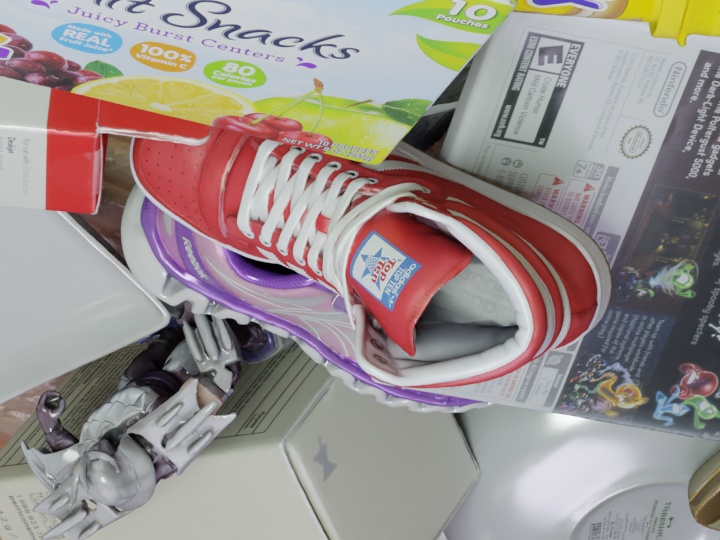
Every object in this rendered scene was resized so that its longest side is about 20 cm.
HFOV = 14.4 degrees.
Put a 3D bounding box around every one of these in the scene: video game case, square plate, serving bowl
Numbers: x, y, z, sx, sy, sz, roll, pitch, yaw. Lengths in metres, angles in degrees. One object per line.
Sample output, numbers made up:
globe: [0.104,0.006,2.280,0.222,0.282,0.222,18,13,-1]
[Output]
video game case: [0.116,-0.019,1.155,0.181,0.023,0.200,10,126,-12]
square plate: [-0.207,-0.021,1.277,0.200,0.028,0.198,-25,116,41]
serving bowl: [0.136,0.111,1.449,0.200,0.066,0.200,-8,135,-8]

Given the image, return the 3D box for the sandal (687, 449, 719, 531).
sandal: [0.235,0.052,1.378,0.200,0.054,0.080,-39,137,17]

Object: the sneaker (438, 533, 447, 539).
sneaker: [0.042,0.093,1.491,0.200,0.070,0.100,10,149,-15]

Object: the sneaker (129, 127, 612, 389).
sneaker: [-0.009,-0.015,1.077,0.200,0.071,0.112,20,-165,13]

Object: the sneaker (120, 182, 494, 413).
sneaker: [0.000,0.000,1.215,0.200,0.081,0.088,20,159,-13]

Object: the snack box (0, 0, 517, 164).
snack box: [-0.062,-0.104,0.970,0.200,0.053,0.142,12,155,-15]

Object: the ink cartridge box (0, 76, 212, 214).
ink cartridge box: [-0.155,-0.090,1.111,0.199,0.116,0.067,6,151,-4]

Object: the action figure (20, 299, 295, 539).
action figure: [-0.092,0.052,1.296,0.130,0.200,0.069,-26,106,27]

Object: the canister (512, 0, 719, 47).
canister: [0.039,-0.151,1.014,0.199,0.087,0.149,4,153,0]

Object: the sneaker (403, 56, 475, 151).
sneaker: [-0.010,-0.077,1.177,0.200,0.067,0.091,-13,146,23]

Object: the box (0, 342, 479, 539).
box: [-0.065,0.102,1.400,0.200,0.128,0.109,-9,117,36]
